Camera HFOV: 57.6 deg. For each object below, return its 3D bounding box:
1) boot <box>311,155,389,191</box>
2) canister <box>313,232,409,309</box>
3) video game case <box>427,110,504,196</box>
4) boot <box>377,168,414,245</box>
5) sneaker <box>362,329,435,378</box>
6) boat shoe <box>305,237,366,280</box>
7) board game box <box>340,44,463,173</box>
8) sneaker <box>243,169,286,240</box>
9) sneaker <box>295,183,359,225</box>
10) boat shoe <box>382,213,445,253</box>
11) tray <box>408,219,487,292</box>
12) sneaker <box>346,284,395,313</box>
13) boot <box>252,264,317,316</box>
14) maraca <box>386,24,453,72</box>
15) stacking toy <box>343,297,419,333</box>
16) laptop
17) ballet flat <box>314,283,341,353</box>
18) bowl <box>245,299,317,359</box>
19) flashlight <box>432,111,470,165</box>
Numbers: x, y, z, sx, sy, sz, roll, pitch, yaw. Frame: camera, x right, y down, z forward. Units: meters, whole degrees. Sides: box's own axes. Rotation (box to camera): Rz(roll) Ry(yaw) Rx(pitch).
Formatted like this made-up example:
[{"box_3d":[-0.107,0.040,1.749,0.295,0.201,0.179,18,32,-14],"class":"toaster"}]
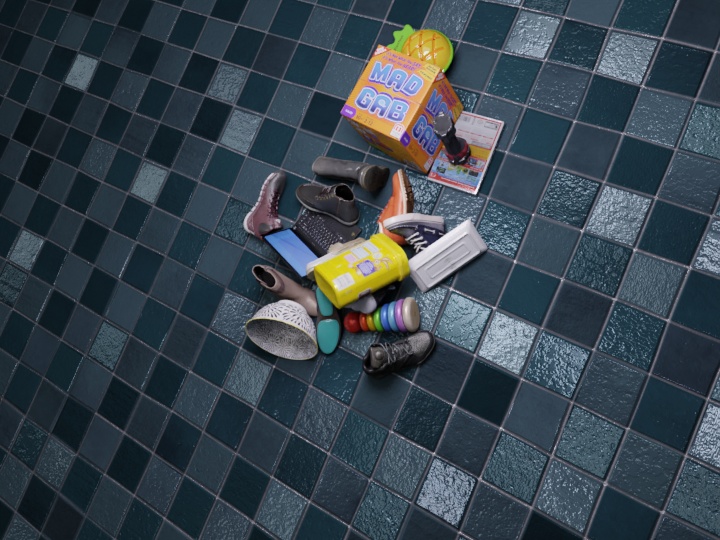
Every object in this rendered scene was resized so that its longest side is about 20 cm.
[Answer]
[{"box_3d":[-0.039,-0.265,1.737,0.196,0.181,0.074,19,102,17],"class":"boot"},{"box_3d":[0.000,0.000,1.602,0.197,0.088,0.148,-26,36,-18],"class":"canister"},{"box_3d":[0.274,-0.308,1.701,0.141,0.017,0.204,21,86,24],"class":"video game case"},{"box_3d":[0.088,-0.163,1.713,0.105,0.075,0.205,-9,75,24],"class":"boot"},{"box_3d":[0.089,0.203,1.602,0.196,0.114,0.078,-24,72,12],"class":"sneaker"},{"box_3d":[-0.059,-0.030,1.700,0.196,0.075,0.069,-15,64,-27],"class":"boat shoe"},{"box_3d":[0.110,-0.411,1.680,0.198,0.199,0.202,31,90,30],"class":"board game box"},{"box_3d":[-0.239,-0.172,1.838,0.115,0.075,0.202,37,102,32],"class":"sneaker"},{"box_3d":[-0.090,-0.207,1.759,0.197,0.107,0.075,25,62,17],"class":"sneaker"},{"box_3d":[0.141,-0.084,1.611,0.074,0.197,0.095,-23,74,48],"class":"boat shoe"},{"box_3d":[0.212,-0.029,1.615,0.198,0.108,0.022,-35,32,10],"class":"tray"},{"box_3d":[0.006,0.045,1.694,0.113,0.077,0.198,-31,28,-27],"class":"sneaker"},{"box_3d":[-0.197,0.052,1.731,0.198,0.146,0.071,28,86,24],"class":"boot"},{"box_3d":[0.158,-0.587,1.763,0.198,0.107,0.139,30,90,25],"class":"maraca"},{"box_3d":[0.047,0.120,1.660,0.196,0.085,0.087,-8,74,25],"class":"stacking toy"},{"box_3d":[-0.131,-0.099,1.764,0.177,0.103,0.201,43,95,24],"class":"laptop"},{"box_3d":[-0.083,0.114,1.704,0.072,0.073,0.204,7,115,22],"class":"ballet flat"},{"box_3d":[-0.192,0.141,1.706,0.196,0.202,0.096,4,54,22],"class":"bowl"},{"box_3d":[0.222,-0.325,1.606,0.067,0.200,0.069,35,89,25],"class":"flashlight"}]
